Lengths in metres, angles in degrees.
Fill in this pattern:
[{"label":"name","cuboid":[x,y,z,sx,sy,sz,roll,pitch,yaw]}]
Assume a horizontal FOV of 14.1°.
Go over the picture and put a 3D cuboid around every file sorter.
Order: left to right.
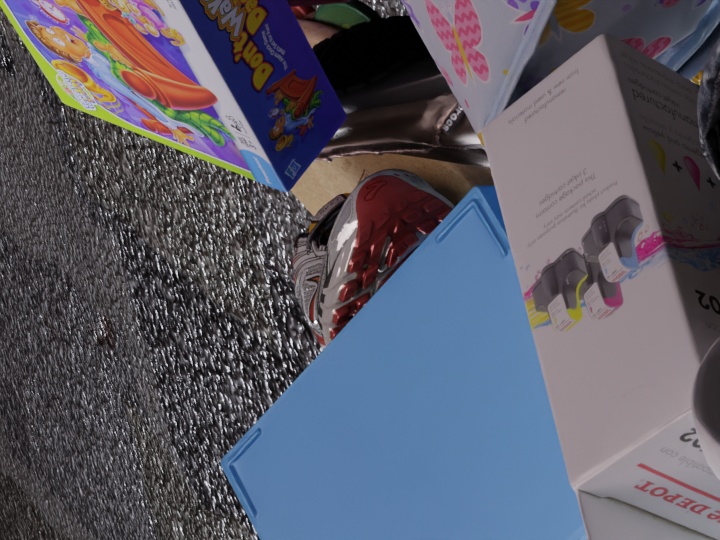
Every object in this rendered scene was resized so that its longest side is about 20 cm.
[{"label":"file sorter","cuboid":[0.064,0.076,1.226,0.200,0.122,0.139,-48,62,37]}]

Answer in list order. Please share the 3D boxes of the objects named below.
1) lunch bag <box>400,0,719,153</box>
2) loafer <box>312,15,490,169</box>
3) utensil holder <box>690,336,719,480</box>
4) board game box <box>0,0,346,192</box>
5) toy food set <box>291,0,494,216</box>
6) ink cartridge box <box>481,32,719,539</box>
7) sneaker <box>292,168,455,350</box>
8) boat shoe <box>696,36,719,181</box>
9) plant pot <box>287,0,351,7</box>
[{"label":"lunch bag","cuboid":[0.064,-0.151,1.090,0.170,0.127,0.200,59,148,25]},{"label":"loafer","cuboid":[0.037,-0.067,1.221,0.199,0.073,0.071,-10,117,34]},{"label":"utensil holder","cuboid":[0.209,0.110,0.916,0.170,0.170,0.201,30,140,61]},{"label":"board game box","cuboid":[-0.099,-0.126,1.148,0.134,0.045,0.200,22,155,36]},{"label":"toy food set","cuboid":[0.022,-0.054,1.356,0.198,0.049,0.200,33,159,19]},{"label":"ink cartridge box","cuboid":[0.121,0.029,1.020,0.068,0.115,0.201,-37,49,31]},{"label":"sneaker","cuboid":[0.000,0.000,1.285,0.082,0.078,0.200,57,167,15]},{"label":"boat shoe","cuboid":[0.152,-0.040,0.958,0.071,0.091,0.201,18,148,27]},{"label":"plant pot","cuboid":[-0.096,-0.209,1.264,0.200,0.178,0.201,-3,-90,-80]}]
